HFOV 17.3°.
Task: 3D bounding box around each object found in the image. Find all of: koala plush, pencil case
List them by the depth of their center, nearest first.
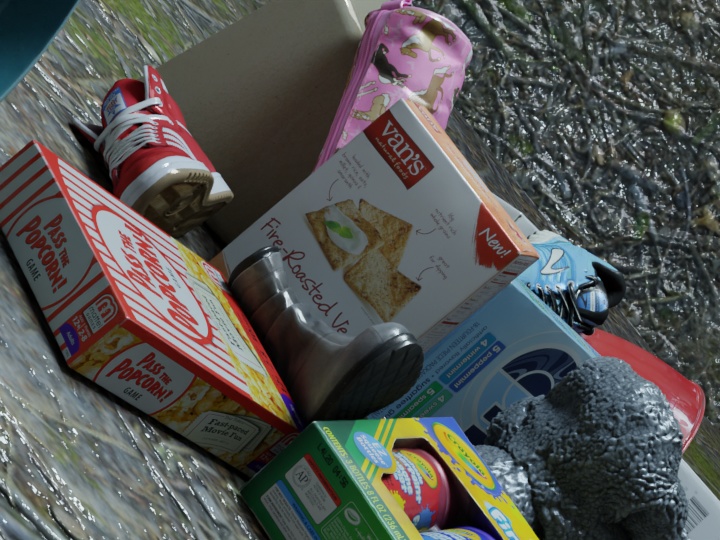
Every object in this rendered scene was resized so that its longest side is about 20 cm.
[{"bbox_3d":[0.100,0.152,1.567,0.184,0.200,0.177,106,-33,-54],"label":"koala plush"},{"bbox_3d":[0.013,-0.090,1.678,0.083,0.200,0.087,19,-15,11],"label":"pencil case"}]

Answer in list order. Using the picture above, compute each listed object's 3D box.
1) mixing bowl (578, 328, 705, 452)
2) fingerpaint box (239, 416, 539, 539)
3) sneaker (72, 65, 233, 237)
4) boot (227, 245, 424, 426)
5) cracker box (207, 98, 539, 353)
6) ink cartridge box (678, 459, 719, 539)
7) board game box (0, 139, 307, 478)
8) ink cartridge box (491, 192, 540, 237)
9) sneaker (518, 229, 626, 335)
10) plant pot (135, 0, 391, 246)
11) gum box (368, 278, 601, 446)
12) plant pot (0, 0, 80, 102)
[{"bbox_3d":[0.158,0.115,1.849,0.108,0.200,0.200,51,10,-15],"label":"mixing bowl"},{"bbox_3d":[0.047,0.184,1.404,0.200,0.073,0.167,55,24,22],"label":"fingerpaint box"},{"bbox_3d":[-0.149,-0.083,1.596,0.113,0.071,0.200,55,3,4],"label":"sneaker"},{"bbox_3d":[-0.036,0.040,1.466,0.132,0.070,0.200,61,-26,12],"label":"boot"},{"bbox_3d":[0.000,0.000,1.581,0.134,0.200,0.058,53,12,14],"label":"cracker box"},{"bbox_3d":[0.240,0.242,1.901,0.200,0.145,0.084,48,0,-13],"label":"ink cartridge box"},{"bbox_3d":[-0.123,0.027,1.388,0.200,0.046,0.152,37,16,-52],"label":"board game box"},{"bbox_3d":[0.077,-0.026,1.965,0.200,0.084,0.145,36,-3,41],"label":"ink cartridge box"},{"bbox_3d":[0.143,0.013,1.797,0.090,0.078,0.200,16,18,25],"label":"sneaker"},{"bbox_3d":[-0.044,-0.099,1.824,0.177,0.200,0.200,63,11,4],"label":"plant pot"},{"bbox_3d":[0.085,0.097,1.688,0.200,0.170,0.045,41,10,-46],"label":"gum box"},{"bbox_3d":[-0.256,-0.188,1.219,0.188,0.200,0.200,37,8,8],"label":"plant pot"}]
